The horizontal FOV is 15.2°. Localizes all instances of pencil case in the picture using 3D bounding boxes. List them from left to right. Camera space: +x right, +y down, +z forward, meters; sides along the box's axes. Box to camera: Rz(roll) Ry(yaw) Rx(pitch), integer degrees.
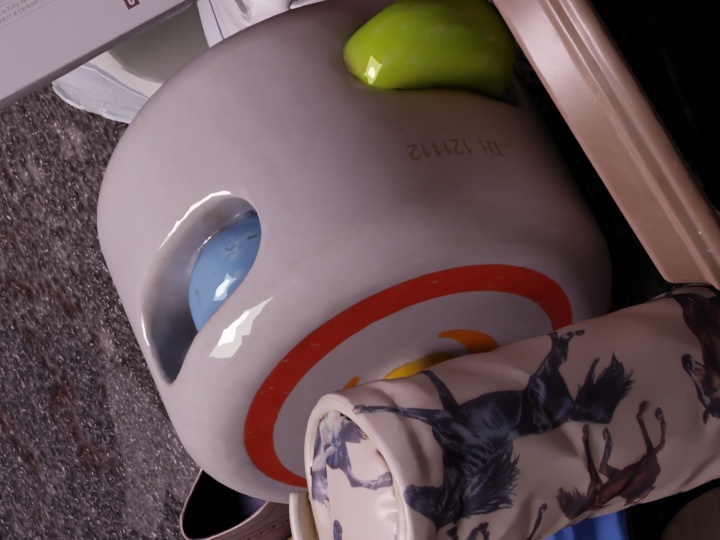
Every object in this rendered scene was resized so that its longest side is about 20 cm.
[{"bbox_3d":[0.073,0.058,0.987,0.078,0.199,0.089,67,156,11],"label":"pencil case"}]

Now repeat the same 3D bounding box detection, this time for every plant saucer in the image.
[{"bbox_3d":[0.075,-0.075,0.947,0.201,0.029,0.200,57,-175,-9],"label":"plant saucer"}]

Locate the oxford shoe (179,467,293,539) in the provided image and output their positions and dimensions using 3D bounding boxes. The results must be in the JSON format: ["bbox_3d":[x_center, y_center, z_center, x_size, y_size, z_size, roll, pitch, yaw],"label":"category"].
[{"bbox_3d":[-0.017,0.057,1.229,0.071,0.073,0.201,47,124,28],"label":"oxford shoe"}]

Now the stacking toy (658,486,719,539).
[{"bbox_3d":[0.171,0.183,1.091,0.085,0.085,0.201,29,143,43],"label":"stacking toy"}]

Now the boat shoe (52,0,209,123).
[{"bbox_3d":[-0.093,-0.099,1.277,0.200,0.070,0.072,20,151,48],"label":"boat shoe"}]

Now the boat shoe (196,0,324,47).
[{"bbox_3d":[-0.034,-0.128,1.138,0.201,0.073,0.065,59,155,0],"label":"boat shoe"}]

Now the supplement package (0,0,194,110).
[{"bbox_3d":[-0.193,-0.153,1.084,0.201,0.191,0.147,62,174,-5],"label":"supplement package"}]

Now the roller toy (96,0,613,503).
[{"bbox_3d":[0.000,0.000,1.061,0.140,0.182,0.200,64,180,32],"label":"roller toy"}]

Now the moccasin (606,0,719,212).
[{"bbox_3d":[0.114,-0.112,0.921,0.201,0.068,0.080,62,151,-3],"label":"moccasin"}]

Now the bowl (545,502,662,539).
[{"bbox_3d":[0.108,0.158,1.088,0.201,0.039,0.202,-13,-90,-80],"label":"bowl"}]
